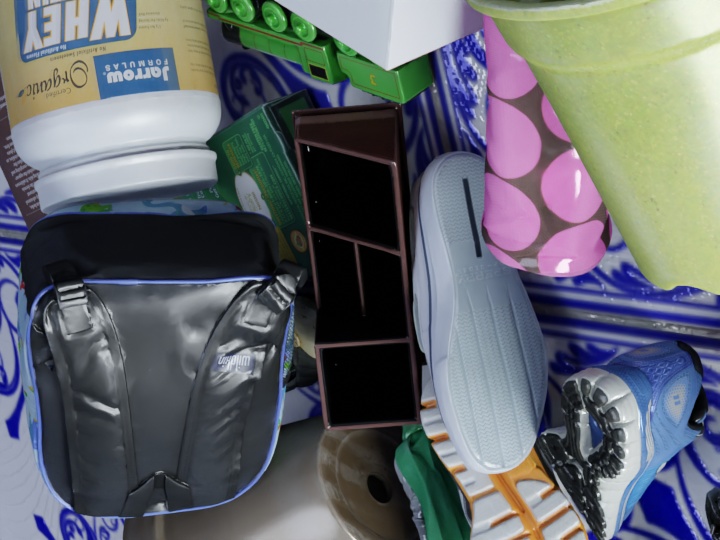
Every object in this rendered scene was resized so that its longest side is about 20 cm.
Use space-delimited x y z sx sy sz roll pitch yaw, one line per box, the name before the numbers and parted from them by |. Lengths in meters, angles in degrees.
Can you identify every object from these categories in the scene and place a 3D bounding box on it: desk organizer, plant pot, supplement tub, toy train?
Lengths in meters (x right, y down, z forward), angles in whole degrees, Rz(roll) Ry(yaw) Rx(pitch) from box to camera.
desk organizer | 0.000 0.000 1.395 0.077 0.071 0.201 -87 -8 -59
plant pot | -0.038 0.187 1.522 0.173 0.200 0.201 -35 83 38
plant pot | 0.173 -0.097 1.073 0.200 0.200 0.185 8 129 50
supplement tub | -0.173 -0.148 1.464 0.144 0.144 0.201 -17 83 55
toy train | -0.030 -0.153 1.405 0.200 0.042 0.057 23 139 43

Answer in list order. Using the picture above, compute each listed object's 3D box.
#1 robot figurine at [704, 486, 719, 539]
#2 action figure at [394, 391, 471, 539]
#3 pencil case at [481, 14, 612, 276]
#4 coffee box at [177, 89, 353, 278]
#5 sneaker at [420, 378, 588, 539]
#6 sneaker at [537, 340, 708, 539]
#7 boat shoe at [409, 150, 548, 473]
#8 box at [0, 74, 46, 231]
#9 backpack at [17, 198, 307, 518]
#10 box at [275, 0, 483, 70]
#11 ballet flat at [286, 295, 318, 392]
robot figurine | 0.246 0.207 1.258 0.145 0.058 0.201 33 135 32
action figure | 0.075 0.170 1.435 0.201 0.118 0.055 65 158 12
pencil case | 0.110 -0.101 1.220 0.090 0.094 0.201 2 123 2
coffee box | -0.077 -0.041 1.528 0.200 0.044 0.123 -27 89 54
sneaker | 0.102 0.155 1.370 0.077 0.078 0.201 47 -157 -64
sneaker | 0.164 0.098 1.280 0.079 0.089 0.200 59 165 17
boat shoe | 0.070 0.028 1.353 0.067 0.073 0.201 152 115 -70
box | -0.231 -0.105 1.663 0.100 0.075 0.201 -17 96 54
backpack | -0.136 0.054 1.437 0.147 0.182 0.201 -106 17 -55
box | -0.005 -0.217 1.257 0.200 0.124 0.098 36 137 35
ballet flat | -0.076 0.069 1.585 0.200 0.057 0.067 -32 87 55
